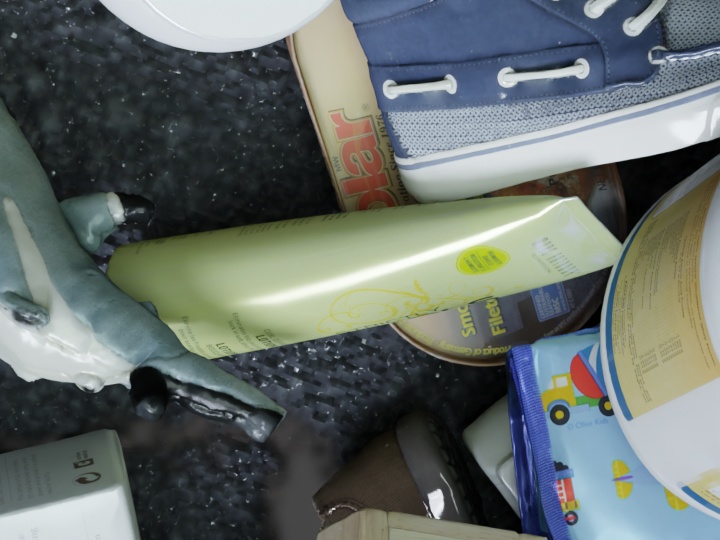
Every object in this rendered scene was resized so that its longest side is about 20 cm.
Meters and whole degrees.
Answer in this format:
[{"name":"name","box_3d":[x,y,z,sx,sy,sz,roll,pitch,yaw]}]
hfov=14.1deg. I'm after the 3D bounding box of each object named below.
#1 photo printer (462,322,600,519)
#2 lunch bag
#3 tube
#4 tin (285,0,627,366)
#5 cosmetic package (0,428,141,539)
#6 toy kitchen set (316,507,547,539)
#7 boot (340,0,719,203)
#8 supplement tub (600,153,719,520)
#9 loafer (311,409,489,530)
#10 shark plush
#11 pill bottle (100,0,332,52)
[{"name":"photo printer","box_3d":[0.165,0.071,1.202,0.200,0.069,0.167,-38,109,1]},{"name":"lunch bag","box_3d":[0.140,0.096,1.134,0.150,0.094,0.201,-11,94,-9]},{"name":"tube","box_3d":[0.000,0.000,1.119,0.199,0.058,0.052,-10,112,18]},{"name":"tin","box_3d":[0.036,-0.060,1.160,0.111,0.042,0.201,-20,108,-9]},{"name":"cosmetic package","box_3d":[-0.182,0.140,1.157,0.199,0.074,0.102,-12,108,-5]},{"name":"toy kitchen set","box_3d":[0.024,0.213,1.119,0.162,0.200,0.182,11,66,-27]},{"name":"boot","box_3d":[0.088,-0.091,1.071,0.199,0.073,0.091,-16,107,26]},{"name":"supplement tub","box_3d":[0.174,0.012,1.013,0.144,0.200,0.146,2,79,-10]},{"name":"loafer","box_3d":[0.035,0.155,1.209,0.071,0.073,0.201,-20,103,7]},{"name":"shark plush","box_3d":[-0.112,-0.007,1.098,0.199,0.091,0.083,34,71,19]},{"name":"pill bottle","box_3d":[-0.056,-0.141,1.034,0.112,0.200,0.113,-3,106,-10]}]
